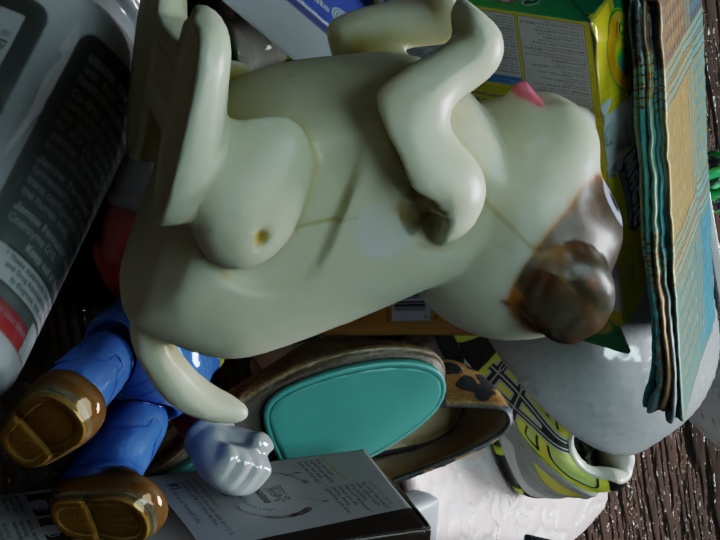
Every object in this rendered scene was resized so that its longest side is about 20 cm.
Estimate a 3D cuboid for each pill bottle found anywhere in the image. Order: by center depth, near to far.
[{"bbox_3d":[-0.158,-0.058,0.783,0.114,0.113,0.202,45,57,-40],"label":"pill bottle"}]

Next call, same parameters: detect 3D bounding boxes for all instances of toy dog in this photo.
[{"bbox_3d":[0.011,-0.025,0.739,0.198,0.139,0.196,5,98,-16],"label":"toy dog"}]

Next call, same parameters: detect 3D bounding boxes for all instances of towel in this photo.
[{"bbox_3d":[0.152,-0.046,0.904,0.147,0.021,0.202,-47,133,-66],"label":"towel"},{"bbox_3d":[0.080,0.106,1.137,0.199,0.032,0.193,-33,115,-46],"label":"towel"}]

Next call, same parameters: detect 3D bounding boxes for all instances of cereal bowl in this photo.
[{"bbox_3d":[0.139,-0.002,1.044,0.200,0.083,0.201,37,35,-31],"label":"cereal bowl"}]

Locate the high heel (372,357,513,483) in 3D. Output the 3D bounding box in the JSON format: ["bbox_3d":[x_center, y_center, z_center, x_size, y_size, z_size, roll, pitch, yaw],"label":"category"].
[{"bbox_3d":[-0.021,0.102,0.927,0.200,0.141,0.072,-40,121,-42],"label":"high heel"}]

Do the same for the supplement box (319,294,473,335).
[{"bbox_3d":[0.000,0.000,0.906,0.066,0.199,0.070,4,87,-49],"label":"supplement box"}]

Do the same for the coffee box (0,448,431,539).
[{"bbox_3d":[-0.076,0.157,0.829,0.198,0.080,0.114,-6,114,-22],"label":"coffee box"}]

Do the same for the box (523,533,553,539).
[{"bbox_3d":[0.116,0.232,1.107,0.200,0.037,0.138,33,71,-72],"label":"box"}]

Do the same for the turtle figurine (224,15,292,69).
[{"bbox_3d":[0.001,-0.117,1.007,0.193,0.200,0.145,-25,134,-26],"label":"turtle figurine"}]

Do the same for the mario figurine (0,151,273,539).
[{"bbox_3d":[-0.076,0.020,0.817,0.201,0.105,0.124,-65,168,-50],"label":"mario figurine"}]

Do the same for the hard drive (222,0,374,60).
[{"bbox_3d":[-0.043,-0.185,0.892,0.132,0.025,0.201,38,31,-25],"label":"hard drive"}]

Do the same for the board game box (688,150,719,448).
[{"bbox_3d":[0.205,0.002,1.181,0.026,0.200,0.202,-15,107,-7],"label":"board game box"}]

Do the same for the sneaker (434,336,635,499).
[{"bbox_3d":[0.103,0.050,1.082,0.076,0.076,0.201,-54,127,-35],"label":"sneaker"}]

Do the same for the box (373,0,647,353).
[{"bbox_3d":[0.079,-0.052,0.898,0.048,0.116,0.202,-48,141,-40],"label":"box"}]

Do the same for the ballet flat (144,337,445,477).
[{"bbox_3d":[-0.057,0.077,0.898,0.199,0.072,0.068,-29,127,-13],"label":"ballet flat"}]

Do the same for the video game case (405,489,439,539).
[{"bbox_3d":[-0.032,0.227,0.982,0.199,0.023,0.184,-15,114,-50],"label":"video game case"}]
